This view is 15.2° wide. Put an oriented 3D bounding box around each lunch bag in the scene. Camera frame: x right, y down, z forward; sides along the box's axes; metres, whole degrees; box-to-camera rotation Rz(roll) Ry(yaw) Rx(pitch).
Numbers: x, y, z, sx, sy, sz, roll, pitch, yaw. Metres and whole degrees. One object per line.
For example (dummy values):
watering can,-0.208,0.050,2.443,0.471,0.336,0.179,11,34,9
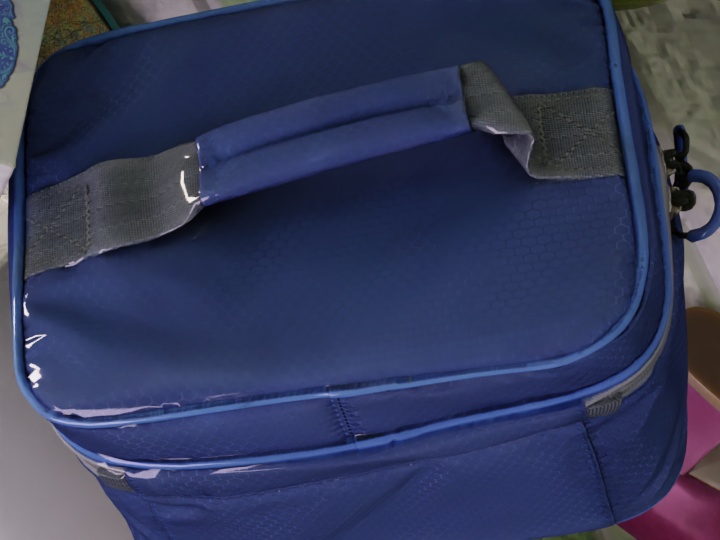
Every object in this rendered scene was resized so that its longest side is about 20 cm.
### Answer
lunch bag,0.005,-0.002,0.756,0.200,0.136,0.132,-11,152,10

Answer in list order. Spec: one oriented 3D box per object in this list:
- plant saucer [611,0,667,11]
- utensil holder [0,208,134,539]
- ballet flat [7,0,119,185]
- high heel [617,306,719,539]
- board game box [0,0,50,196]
plant saucer,0.029,-0.155,0.712,0.200,0.031,0.200,29,151,18
utensil holder,-0.114,0.090,1.079,0.200,0.170,0.170,48,150,-13
ballet flat,-0.093,-0.036,0.985,0.071,0.071,0.200,-3,130,51
high heel,0.150,0.106,0.888,0.200,0.067,0.096,42,142,7
board game box,-0.134,-0.059,0.833,0.041,0.200,0.200,17,142,-14
